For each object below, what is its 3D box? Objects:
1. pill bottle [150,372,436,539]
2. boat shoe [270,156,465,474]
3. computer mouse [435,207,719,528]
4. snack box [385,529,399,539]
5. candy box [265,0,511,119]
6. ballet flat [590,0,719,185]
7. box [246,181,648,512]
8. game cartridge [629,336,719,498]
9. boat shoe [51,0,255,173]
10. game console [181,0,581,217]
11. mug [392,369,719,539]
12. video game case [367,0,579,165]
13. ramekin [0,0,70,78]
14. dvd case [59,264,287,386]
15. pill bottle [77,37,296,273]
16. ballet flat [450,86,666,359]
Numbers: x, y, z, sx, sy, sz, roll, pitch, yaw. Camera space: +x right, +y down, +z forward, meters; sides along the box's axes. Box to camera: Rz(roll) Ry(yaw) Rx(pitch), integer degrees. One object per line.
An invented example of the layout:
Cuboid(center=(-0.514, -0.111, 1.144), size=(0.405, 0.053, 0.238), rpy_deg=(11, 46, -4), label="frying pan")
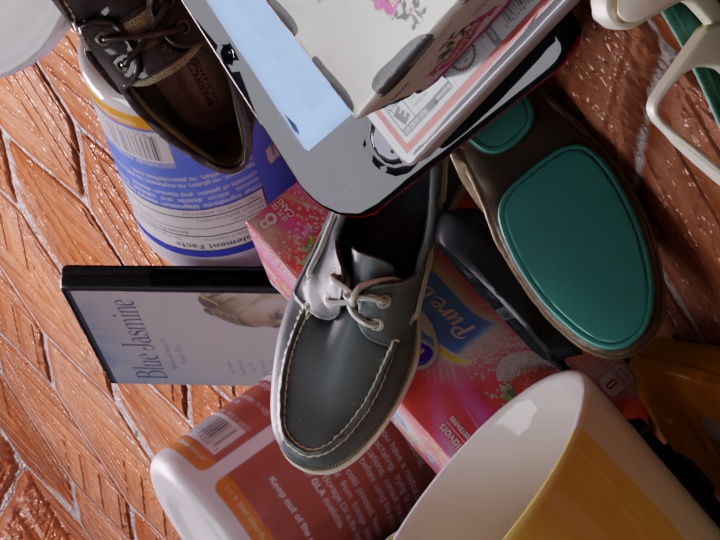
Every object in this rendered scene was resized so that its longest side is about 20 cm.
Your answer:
Cuboid(center=(-0.006, 0.094, 1.499), size=(0.112, 0.200, 0.112), rpy_deg=(50, 164, 20), label="pill bottle")
Cuboid(center=(0.000, 0.000, 1.309), size=(0.073, 0.200, 0.062), rpy_deg=(21, 179, 18), label="boat shoe")
Cuboid(center=(0.110, 0.043, 1.281), size=(0.200, 0.034, 0.059), rpy_deg=(48, 176, -2), label="computer mouse")
Cuboid(center=(0.032, 0.164, 1.461), size=(0.142, 0.200, 0.053), rpy_deg=(-41, 81, 33), label="snack box")
Cuboid(center=(-0.009, -0.182, 1.106), size=(0.200, 0.061, 0.136), rpy_deg=(53, 133, 9), label="candy box")
Cuboid(center=(0.125, -0.090, 0.985), size=(0.200, 0.070, 0.067), rpy_deg=(58, 165, -8), label="ballet flat")
Cuboid(center=(0.044, 0.031, 1.382), size=(0.200, 0.103, 0.095), rpy_deg=(50, 174, 21), label="box")
Cuboid(center=(0.208, 0.116, 1.234), size=(0.176, 0.032, 0.200), rpy_deg=(59, 163, -14), label="game cartridge")
Cuboid(center=(-0.102, -0.121, 1.366), size=(0.200, 0.073, 0.065), rpy_deg=(46, -164, -48), label="boat shoe")
Cuboid(center=(-0.010, -0.137, 1.205), size=(0.200, 0.031, 0.177), rpy_deg=(57, 137, 4), label="game console")
Cuboid(center=(0.099, 0.163, 1.229), size=(0.153, 0.187, 0.149), rpy_deg=(40, 144, -12), label="mug")
Cuboid(center=(0.003, -0.162, 1.159), size=(0.200, 0.017, 0.143), rpy_deg=(52, 131, 9), label="video game case")
Cuboid(center=(-0.215, -0.214, 1.547), size=(0.202, 0.094, 0.203), rpy_deg=(14, 119, 26), label="ramekin")
Cuboid(center=(-0.065, 0.034, 1.604), size=(0.143, 0.200, 0.018), rpy_deg=(73, -160, -64), label="dvd case")
Cuboid(center=(-0.084, -0.069, 1.560), size=(0.112, 0.112, 0.200), rpy_deg=(43, 161, 37), label="pill bottle")
Cuboid(center=(0.075, -0.046, 1.250), size=(0.200, 0.068, 0.072), rpy_deg=(53, -176, 10), label="ballet flat")
